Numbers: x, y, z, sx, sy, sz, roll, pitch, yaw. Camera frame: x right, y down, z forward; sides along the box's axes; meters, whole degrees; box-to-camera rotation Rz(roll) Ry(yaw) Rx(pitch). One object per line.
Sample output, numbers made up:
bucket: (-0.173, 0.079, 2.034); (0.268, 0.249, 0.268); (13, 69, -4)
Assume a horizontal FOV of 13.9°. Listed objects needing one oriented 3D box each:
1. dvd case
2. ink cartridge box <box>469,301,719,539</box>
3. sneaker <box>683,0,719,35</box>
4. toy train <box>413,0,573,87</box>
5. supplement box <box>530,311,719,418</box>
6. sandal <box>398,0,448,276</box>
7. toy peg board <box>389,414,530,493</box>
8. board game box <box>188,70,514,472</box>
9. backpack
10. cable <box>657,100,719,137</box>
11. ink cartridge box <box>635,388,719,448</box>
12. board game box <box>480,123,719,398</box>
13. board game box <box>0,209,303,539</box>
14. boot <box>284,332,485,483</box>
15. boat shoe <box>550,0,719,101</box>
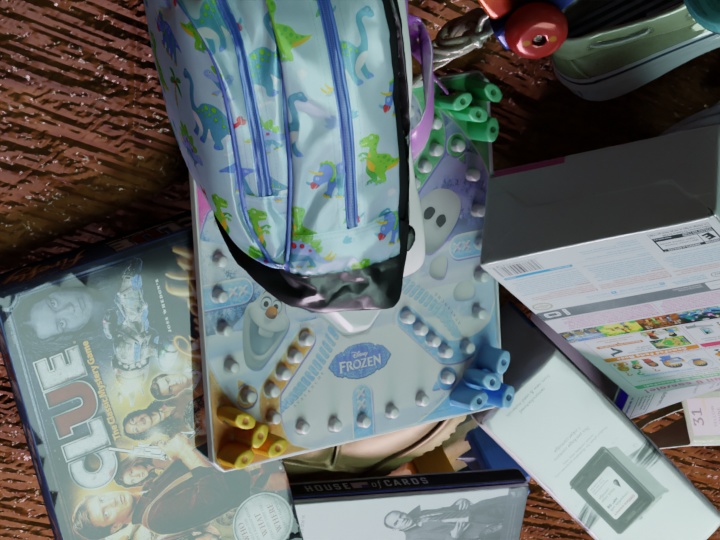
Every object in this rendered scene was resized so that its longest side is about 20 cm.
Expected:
dvd case: (-0.001, 0.196, 1.803); (0.199, 0.025, 0.151); (-2, 117, -21)
ink cartridge box: (0.148, 0.120, 1.814); (0.067, 0.116, 0.200); (-45, 109, 2)
sneaker: (0.188, -0.219, 1.521); (0.080, 0.077, 0.201); (-21, 118, -55)
toy train: (0.058, -0.166, 1.546); (0.200, 0.085, 0.116); (-36, 135, 26)
supplement box: (0.227, 0.010, 1.916); (0.200, 0.101, 0.103); (-17, 146, -25)
sandal: (0.019, -0.092, 1.575); (0.050, 0.082, 0.203); (-18, 129, -21)
toy peg board: (0.034, 0.176, 1.930); (0.199, 0.098, 0.200); (-24, 163, -11)
board game box: (0.000, 0.000, 1.651); (0.199, 0.026, 0.201); (-11, 105, -32)
backpack: (-0.039, -0.101, 1.466); (0.153, 0.163, 0.200); (-1, 130, -19)
cable: (0.260, -0.032, 1.766); (0.200, 0.069, 0.200); (26, 147, -30)
ink cartridge box: (0.263, 0.082, 2.018); (0.200, 0.048, 0.145); (-4, -167, 43)
board game box: (0.180, -0.001, 1.696); (0.147, 0.064, 0.200); (-10, 149, 28)
board game box: (-0.120, 0.080, 1.642); (0.135, 0.035, 0.201); (-19, 110, -14)
boot: (-0.047, 0.078, 1.726); (0.200, 0.066, 0.175); (9, 135, -38)
boat shoe: (0.196, -0.164, 1.670); (0.200, 0.072, 0.062); (-32, 152, 5)
